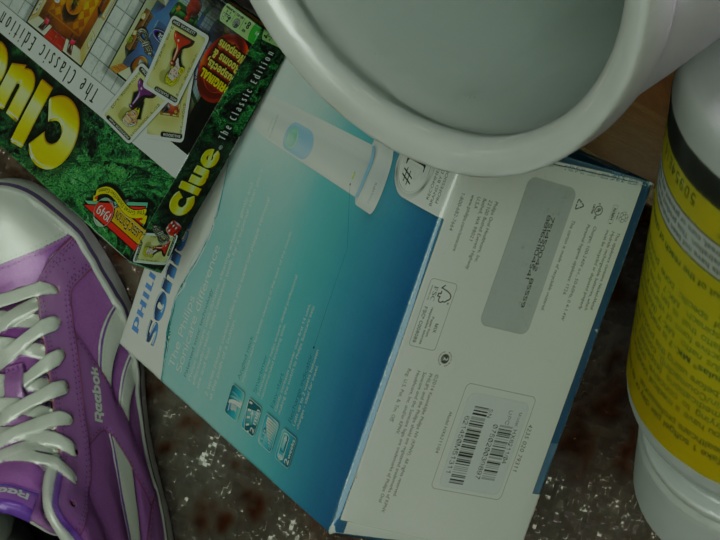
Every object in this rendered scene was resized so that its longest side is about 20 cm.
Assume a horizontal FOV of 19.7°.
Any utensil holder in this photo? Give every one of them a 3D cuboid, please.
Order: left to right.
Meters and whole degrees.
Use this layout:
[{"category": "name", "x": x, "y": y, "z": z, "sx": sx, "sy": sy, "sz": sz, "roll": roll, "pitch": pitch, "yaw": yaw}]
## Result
[{"category": "utensil holder", "x": 0.078, "y": -0.147, "z": 0.642, "sx": 0.169, "sy": 0.200, "sz": 0.171, "roll": 28, "pitch": 135, "yaw": 33}]

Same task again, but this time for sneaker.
[{"category": "sneaker", "x": -0.134, "y": 0.059, "z": 0.859, "sx": 0.072, "sy": 0.114, "sz": 0.202, "roll": -20, "pitch": 89, "yaw": 14}]

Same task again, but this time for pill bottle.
[{"category": "pill bottle", "x": 0.154, "y": 0.012, "z": 0.730, "sx": 0.113, "sy": 0.115, "sz": 0.201, "roll": 13, "pitch": 133, "yaw": 11}]

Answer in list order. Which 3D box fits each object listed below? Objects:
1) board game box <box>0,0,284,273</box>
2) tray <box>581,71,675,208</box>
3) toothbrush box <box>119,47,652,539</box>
[{"category": "board game box", "x": -0.118, "y": -0.094, "z": 0.840, "sx": 0.200, "sy": 0.023, "sz": 0.105, "roll": 38, "pitch": 105, "yaw": 37}, {"category": "tray", "x": 0.148, "y": -0.063, "z": 0.824, "sx": 0.199, "sy": 0.037, "sz": 0.099, "roll": 31, "pitch": 94, "yaw": 7}, {"category": "toothbrush box", "x": 0.000, "y": 0.000, "z": 0.781, "sx": 0.085, "sy": 0.200, "sz": 0.148, "roll": 13, "pitch": 99, "yaw": -33}]
